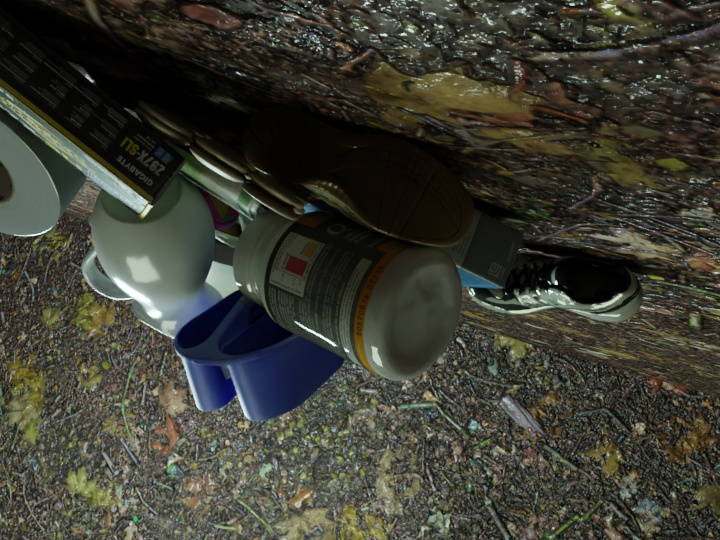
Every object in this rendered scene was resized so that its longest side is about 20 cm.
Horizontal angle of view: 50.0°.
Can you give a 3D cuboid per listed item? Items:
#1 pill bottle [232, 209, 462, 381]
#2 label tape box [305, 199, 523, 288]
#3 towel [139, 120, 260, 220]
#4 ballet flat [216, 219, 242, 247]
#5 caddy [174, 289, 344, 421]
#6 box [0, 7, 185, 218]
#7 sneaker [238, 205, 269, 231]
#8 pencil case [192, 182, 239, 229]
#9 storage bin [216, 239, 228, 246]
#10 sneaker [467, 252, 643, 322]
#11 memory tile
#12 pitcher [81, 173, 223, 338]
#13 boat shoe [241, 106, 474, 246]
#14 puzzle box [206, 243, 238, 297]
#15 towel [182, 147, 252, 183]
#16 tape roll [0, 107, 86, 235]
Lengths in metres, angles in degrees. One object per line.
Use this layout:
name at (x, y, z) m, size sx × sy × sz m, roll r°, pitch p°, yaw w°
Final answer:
pill bottle at (-0.018, 0.012, 0.688) m, size 0.199 × 0.118 × 0.116 m, roll 21°, pitch 179°, yaw 40°
label tape box at (0.043, -0.050, 0.785) m, size 0.199 × 0.067 × 0.143 m, roll 27°, pitch 172°, yaw -17°
towel at (-0.179, -0.116, 0.755) m, size 0.199 × 0.031 × 0.149 m, roll 33°, pitch 176°, yaw -6°
ballet flat at (-0.174, -0.069, 1.059) m, size 0.199 × 0.068 × 0.063 m, roll 19°, pitch 162°, yaw -39°
caddy at (-0.099, 0.065, 0.802) m, size 0.140 × 0.106 × 0.200 m, roll 3°, pitch -156°, yaw 30°
box at (-0.238, -0.125, 0.617) m, size 0.200 × 0.050 × 0.159 m, roll 40°, pitch 170°, yaw -15°
sneaker at (-0.097, -0.063, 1.020) m, size 0.075 × 0.082 × 0.200 m, roll -22°, pitch -175°, yaw 21°
pencil case at (-0.230, -0.080, 0.936) m, size 0.198 × 0.090 × 0.088 m, roll -8°, pitch 162°, yaw 34°
storage bin at (-0.186, -0.051, 1.229) m, size 0.133 × 0.147 × 0.200 m, roll -11°, pitch 177°, yaw -6°
sneaker at (0.214, 0.008, 0.869) m, size 0.198 × 0.077 × 0.088 m, roll 3°, pitch 163°, yaw 21°
memory tile at (-0.111, -0.094, 0.665) m, size 0.152 × 0.017 × 0.200 m, roll 32°, pitch -175°, yaw -7°
pitcher at (-0.234, -0.020, 0.820) m, size 0.169 × 0.122 × 0.201 m, roll 12°, pitch 144°, yaw 7°
boat shoe at (0.001, -0.078, 0.633) m, size 0.198 × 0.074 × 0.063 m, roll 27°, pitch -177°, yaw 9°
puzzle box at (-0.220, -0.007, 0.948) m, size 0.198 × 0.026 × 0.133 m, roll 16°, pitch 155°, yaw -5°
towel at (-0.201, -0.123, 1.028) m, size 0.145 × 0.022 × 0.200 m, roll 18°, pitch 175°, yaw -22°
tape roll at (-0.372, -0.126, 0.758) m, size 0.198 × 0.067 × 0.201 m, roll 13°, pitch 143°, yaw 10°
